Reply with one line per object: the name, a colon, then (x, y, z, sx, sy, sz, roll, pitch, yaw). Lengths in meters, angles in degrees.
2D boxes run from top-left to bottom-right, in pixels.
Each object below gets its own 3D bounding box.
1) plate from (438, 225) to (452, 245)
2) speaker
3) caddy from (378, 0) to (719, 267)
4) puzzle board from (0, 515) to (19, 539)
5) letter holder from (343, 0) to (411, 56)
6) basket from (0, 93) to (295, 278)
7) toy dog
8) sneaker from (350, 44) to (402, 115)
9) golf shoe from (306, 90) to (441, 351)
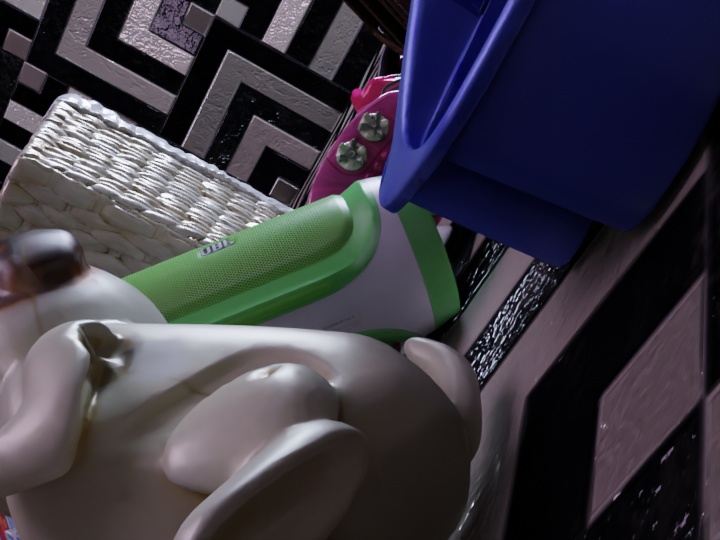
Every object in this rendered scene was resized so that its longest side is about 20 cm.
plate: (-0.012, 0.053, 0.920, 0.201, 0.032, 0.200, -63, 5, 0)
speaker: (-0.056, 0.023, 0.694, 0.198, 0.089, 0.088, -22, 4, -4)
caddy: (0.072, -0.100, 0.518, 0.201, 0.104, 0.141, -63, 7, -16)
puzzle board: (-0.167, 0.220, 0.721, 0.017, 0.202, 0.150, -6, -22, -46)
letter holder: (0.055, -0.206, 0.633, 0.200, 0.142, 0.101, -48, 33, 1)
basket: (-0.169, 0.019, 0.964, 0.199, 0.199, 0.161, -61, 7, 15)
toy dog: (-0.073, 0.057, 0.509, 0.194, 0.199, 0.140, -49, -38, -30)
sneaker: (0.063, -0.157, 0.953, 0.080, 0.075, 0.201, -28, 29, 51)
golf shoe: (0.000, 0.000, 0.791, 0.092, 0.075, 0.202, 99, -172, -77)
